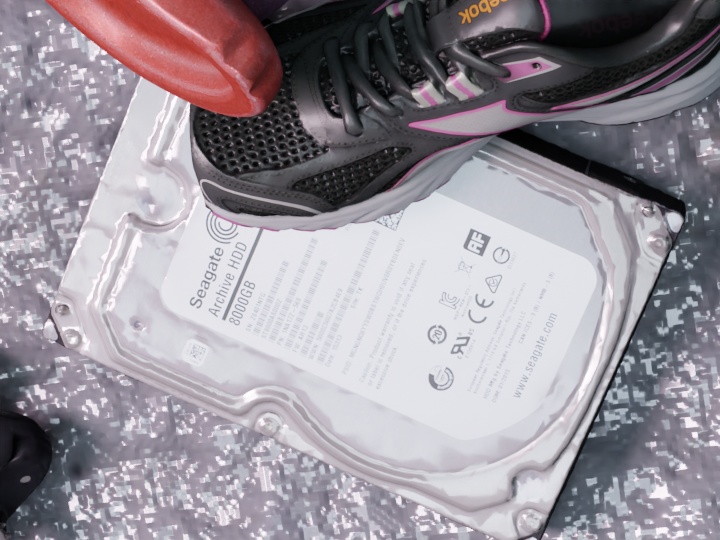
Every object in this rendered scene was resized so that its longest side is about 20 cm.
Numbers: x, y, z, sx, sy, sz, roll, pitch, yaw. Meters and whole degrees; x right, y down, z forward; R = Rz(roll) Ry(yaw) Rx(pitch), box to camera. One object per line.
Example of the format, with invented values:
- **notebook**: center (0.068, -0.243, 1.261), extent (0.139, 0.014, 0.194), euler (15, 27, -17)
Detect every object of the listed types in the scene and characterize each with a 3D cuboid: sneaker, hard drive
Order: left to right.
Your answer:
- **hard drive**: center (0.000, 0.000, 0.866), extent (0.200, 0.038, 0.140), euler (25, 103, 4)
- **sneaker**: center (0.035, -0.078, 0.796), extent (0.200, 0.086, 0.080), euler (-21, 78, -6)

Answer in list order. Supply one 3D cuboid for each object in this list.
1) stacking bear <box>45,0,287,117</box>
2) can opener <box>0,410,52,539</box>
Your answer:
- **stacking bear**: center (-0.023, -0.161, 0.760), extent (0.121, 0.114, 0.200), euler (42, 79, -13)
- **can opener**: center (-0.191, 0.120, 0.915), extent (0.063, 0.079, 0.200), euler (26, 111, -37)
